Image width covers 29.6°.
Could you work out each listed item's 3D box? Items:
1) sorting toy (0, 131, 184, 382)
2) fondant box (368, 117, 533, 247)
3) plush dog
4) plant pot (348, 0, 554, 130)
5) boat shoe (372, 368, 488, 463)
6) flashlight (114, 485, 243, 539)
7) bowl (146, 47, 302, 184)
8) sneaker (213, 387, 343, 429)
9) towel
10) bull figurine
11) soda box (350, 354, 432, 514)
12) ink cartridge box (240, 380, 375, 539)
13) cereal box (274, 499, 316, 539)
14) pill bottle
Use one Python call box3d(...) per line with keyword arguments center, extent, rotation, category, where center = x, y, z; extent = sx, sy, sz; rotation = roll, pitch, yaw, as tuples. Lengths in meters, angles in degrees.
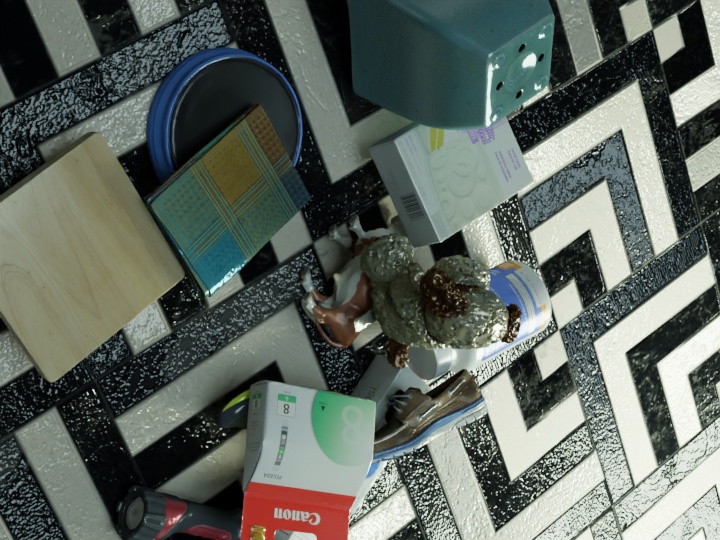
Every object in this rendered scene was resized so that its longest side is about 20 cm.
box3d(center=(-0.328, -0.019, 1.498), extent=(0.199, 0.070, 0.200), rotation=(-41, 120, -23), category="sorting toy")
box3d(center=(0.121, -0.137, 1.774), extent=(0.200, 0.058, 0.144), rotation=(-33, 102, -38), category="fondant box")
box3d(center=(0.103, 0.050, 1.678), extent=(0.200, 0.172, 0.161), rotation=(17, 84, -38), category="plush dog")
box3d(center=(0.125, -0.285, 1.654), extent=(0.196, 0.200, 0.197), rotation=(-36, 146, -26), category="plant pot")
box3d(center=(0.068, 0.187, 1.758), extent=(0.200, 0.072, 0.072), rotation=(-23, 94, -27), category="boat shoe")
box3d(center=(-0.203, 0.316, 1.663), extent=(0.200, 0.068, 0.068), rotation=(27, 45, -41), category="flashlight")
box3d(center=(-0.156, -0.163, 1.614), extent=(0.200, 0.039, 0.201), rotation=(-8, 104, -35), category="bowl")
box3d(center=(-0.090, 0.191, 1.694), extent=(0.200, 0.074, 0.081), rotation=(7, 56, -36), category="sneaker")
box3d(center=(-0.151, -0.081, 1.580), extent=(0.200, 0.022, 0.147), rotation=(-47, 124, -32), category="towel")
box3d(center=(0.000, 0.000, 1.746), extent=(0.121, 0.065, 0.200), rotation=(37, 74, -30), category="bull figurine")
box3d(center=(0.006, 0.215, 1.794), extent=(0.068, 0.064, 0.200), rotation=(43, 73, -34), category="soda box")
box3d(center=(-0.062, 0.244, 1.639), extent=(0.161, 0.050, 0.200), rotation=(14, 69, -33), category="ink cartridge box")
box3d(center=(-0.102, 0.370, 1.718), extent=(0.200, 0.039, 0.144), rotation=(-58, 159, -13), category="cereal box")
box3d(center=(0.152, 0.071, 1.841), extent=(0.200, 0.112, 0.112), rotation=(-25, 113, -30), category="pill bottle")
